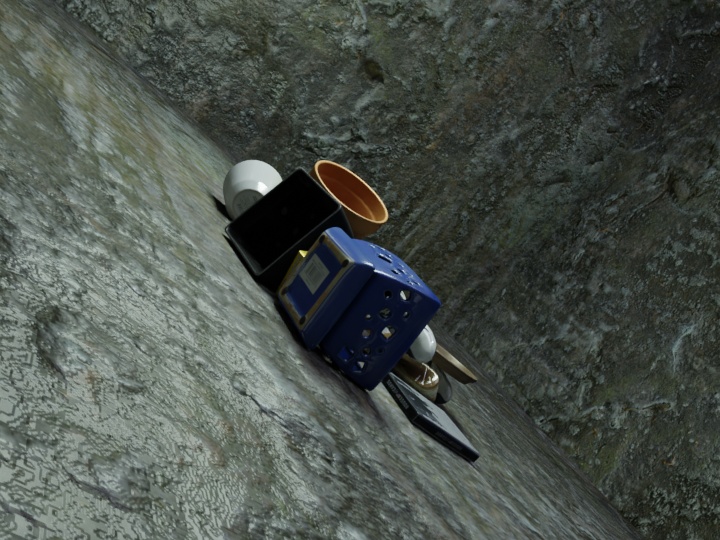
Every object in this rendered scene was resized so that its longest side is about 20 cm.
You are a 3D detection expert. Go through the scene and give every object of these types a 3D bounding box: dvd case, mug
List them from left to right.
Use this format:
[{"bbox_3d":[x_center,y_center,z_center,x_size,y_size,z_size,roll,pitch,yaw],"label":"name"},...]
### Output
[{"bbox_3d":[-0.241,-0.166,1.662,0.186,0.150,0.153,22,17,-12],"label":"mug"},{"bbox_3d":[0.134,0.282,1.355,0.200,0.025,0.150,40,4,-33],"label":"dvd case"}]

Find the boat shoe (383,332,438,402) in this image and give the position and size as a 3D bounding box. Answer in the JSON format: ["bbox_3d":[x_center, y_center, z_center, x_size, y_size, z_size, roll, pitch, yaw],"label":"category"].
[{"bbox_3d":[0.096,0.212,1.527,0.200,0.071,0.065,46,-30,44],"label":"boat shoe"}]

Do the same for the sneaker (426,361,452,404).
[{"bbox_3d":[0.162,0.243,1.630,0.199,0.080,0.130,32,6,40],"label":"sneaker"}]

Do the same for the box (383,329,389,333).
[{"bbox_3d":[0.055,0.077,1.703,0.041,0.200,0.156,-3,-19,24],"label":"box"}]

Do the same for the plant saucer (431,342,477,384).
[{"bbox_3d":[0.183,0.197,1.604,0.200,0.029,0.200,38,4,-3],"label":"plant saucer"}]

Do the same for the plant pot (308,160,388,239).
[{"bbox_3d":[-0.059,-0.127,1.557,0.200,0.140,0.200,33,25,-18],"label":"plant pot"}]

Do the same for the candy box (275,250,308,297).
[{"bbox_3d":[-0.058,0.015,1.316,0.200,0.102,0.026,3,34,-45],"label":"candy box"}]

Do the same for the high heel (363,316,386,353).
[{"bbox_3d":[-0.008,0.113,1.468,0.200,0.071,0.143,52,5,8],"label":"high heel"}]

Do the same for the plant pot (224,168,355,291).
[{"bbox_3d":[-0.114,-0.047,1.380,0.200,0.200,0.177,46,-5,49],"label":"plant pot"}]

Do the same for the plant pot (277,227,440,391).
[{"bbox_3d":[-0.017,0.051,1.195,0.180,0.200,0.200,32,9,-33],"label":"plant pot"}]

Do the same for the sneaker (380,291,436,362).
[{"bbox_3d":[0.076,0.102,1.465,0.130,0.079,0.199,25,36,-61],"label":"sneaker"}]
